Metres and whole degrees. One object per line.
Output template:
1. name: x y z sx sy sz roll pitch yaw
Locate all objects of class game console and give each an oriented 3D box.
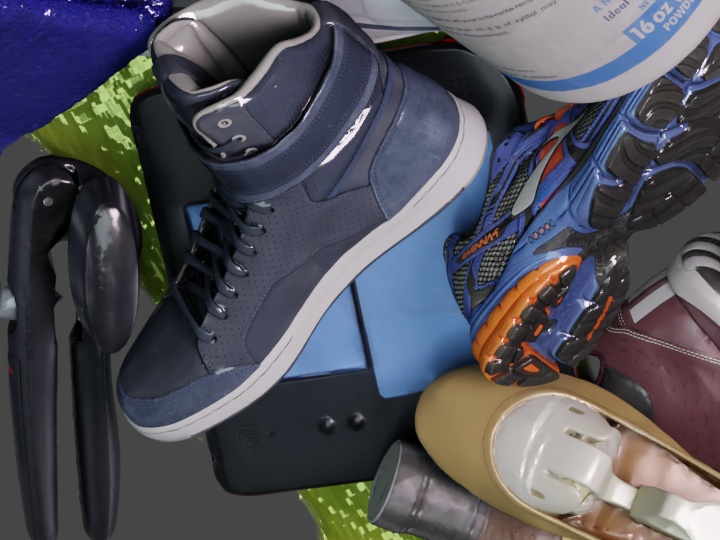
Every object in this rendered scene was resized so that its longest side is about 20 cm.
1. game console: 0.000 0.000 1.327 0.176 0.031 0.201 -10 108 8

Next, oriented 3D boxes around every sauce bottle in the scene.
1. sauce bottle: 0.101 0.128 1.334 0.199 0.065 0.065 19 110 -11

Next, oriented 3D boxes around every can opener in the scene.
1. can opener: -0.135 0.040 1.337 0.063 0.079 0.201 5 119 -6

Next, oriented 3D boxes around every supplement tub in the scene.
1. supplement tub: 0.048 -0.159 1.134 0.132 0.132 0.200 -43 138 17

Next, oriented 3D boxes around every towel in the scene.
1. towel: -0.190 -0.083 1.237 0.200 0.147 0.050 -30 67 40

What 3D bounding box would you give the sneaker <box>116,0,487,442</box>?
1. sneaker: -0.061 -0.028 1.236 0.202 0.077 0.146 -46 137 9

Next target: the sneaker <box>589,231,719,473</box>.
1. sneaker: 0.172 0.085 1.331 0.115 0.076 0.200 -32 101 26

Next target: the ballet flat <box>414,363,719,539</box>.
1. ballet flat: 0.118 0.092 1.273 0.199 0.063 0.069 24 83 4

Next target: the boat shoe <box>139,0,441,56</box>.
1. boat shoe: -0.029 -0.123 1.275 0.199 0.074 0.067 5 139 0

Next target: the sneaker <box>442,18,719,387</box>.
1. sneaker: 0.093 -0.046 1.239 0.200 0.075 0.079 -54 53 24
